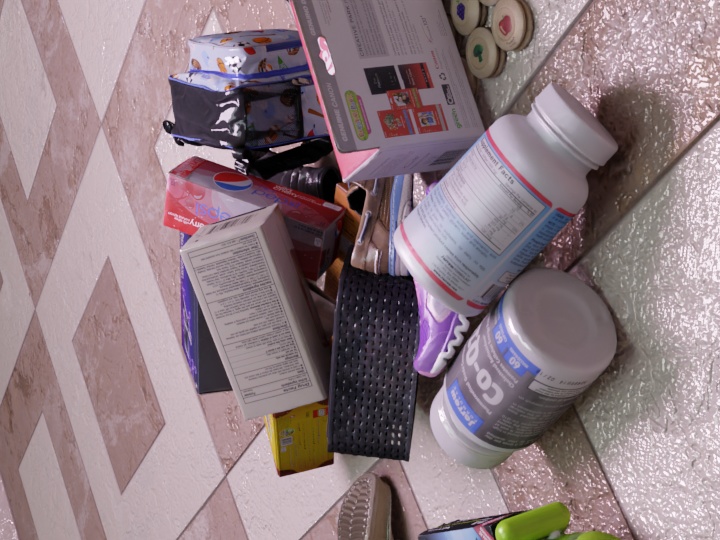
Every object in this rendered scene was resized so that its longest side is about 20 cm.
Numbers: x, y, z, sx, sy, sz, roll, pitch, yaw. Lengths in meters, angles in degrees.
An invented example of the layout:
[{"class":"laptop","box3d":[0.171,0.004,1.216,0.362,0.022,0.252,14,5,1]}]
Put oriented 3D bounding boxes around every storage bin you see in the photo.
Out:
[{"class":"storage bin","box3d":[0.020,0.088,1.330,0.136,0.092,0.203,-75,-9,-67]}]

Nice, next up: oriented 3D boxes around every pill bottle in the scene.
[{"class":"pill bottle","box3d":[0.129,-0.064,1.092,0.200,0.108,0.109,-47,54,18]},{"class":"pill bottle","box3d":[0.146,0.099,1.164,0.115,0.112,0.201,63,145,26]}]

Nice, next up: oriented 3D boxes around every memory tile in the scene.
[{"class":"memory tile","box3d":[0.094,-0.247,1.244,0.200,0.017,0.155,-46,59,54]}]

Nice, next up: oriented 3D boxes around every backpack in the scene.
[{"class":"backpack","box3d":[-0.110,-0.203,1.432,0.199,0.188,0.157,26,115,49]}]

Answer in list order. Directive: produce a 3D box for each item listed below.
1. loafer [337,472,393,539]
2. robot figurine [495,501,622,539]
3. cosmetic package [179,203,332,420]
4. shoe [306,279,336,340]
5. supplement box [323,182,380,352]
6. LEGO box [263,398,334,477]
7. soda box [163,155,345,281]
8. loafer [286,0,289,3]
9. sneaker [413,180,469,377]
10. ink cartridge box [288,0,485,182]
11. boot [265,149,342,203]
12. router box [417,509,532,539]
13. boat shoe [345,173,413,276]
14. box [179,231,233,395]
[{"class":"loafer","box3d":[0.015,0.349,1.502,0.075,0.067,0.204,-5,79,57]},{"class":"robot figurine","box3d":[0.181,0.306,1.134,0.198,0.115,0.178,-22,79,36]},{"class":"cosmetic package","box3d":[-0.106,0.044,1.325,0.087,0.102,0.203,-64,-42,-70]},{"class":"shoe","box3d":[-0.093,0.004,1.428,0.200,0.070,0.054,45,107,20]},{"class":"supplement box","box3d":[0.000,0.000,1.424,0.069,0.066,0.203,39,130,47]},{"class":"LEGO box","box3d":[-0.083,0.139,1.510,0.201,0.076,0.151,93,163,-59]},{"class":"soda box","box3d":[-0.120,-0.060,1.383,0.197,0.063,0.071,21,122,14]},{"class":"loafer","box3d":[-0.059,-0.332,1.429,0.200,0.062,0.073,43,133,46]},{"class":"sneaker","box3d":[0.077,0.000,1.208,0.080,0.087,0.203,142,144,-86]},{"class":"ink cartridge box","box3d":[0.007,-0.199,1.217,0.084,0.173,0.203,-35,68,56]},{"class":"boot","box3d":[-0.073,-0.058,1.519,0.130,0.070,0.201,21,148,25]},{"class":"router box","box3d":[0.144,0.359,1.290,0.150,0.061,0.203,-30,73,59]},{"class":"boat shoe","box3d":[0.020,-0.087,1.294,0.073,0.071,0.202,89,-178,-53]},{"class":"box","box3d":[-0.189,0.037,1.605,0.141,0.078,0.203,-129,37,-59]}]
